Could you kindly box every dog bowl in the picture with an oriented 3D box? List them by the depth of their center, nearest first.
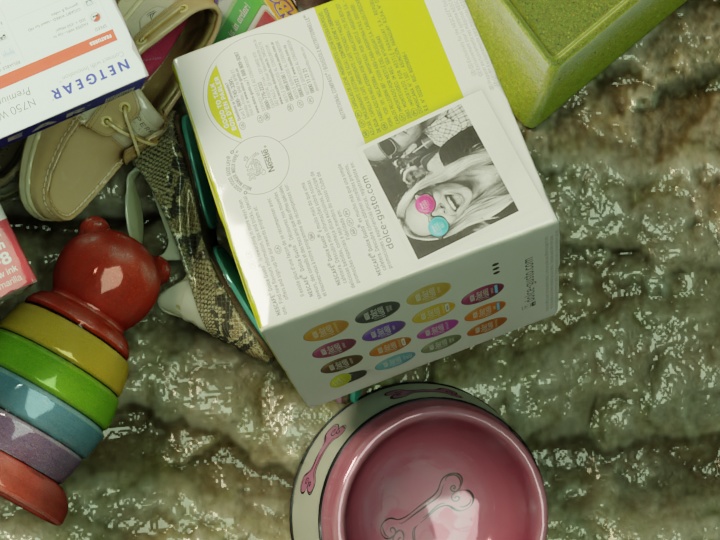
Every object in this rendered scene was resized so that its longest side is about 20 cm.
[{"bbox_3d":[0.051,0.183,1.219,0.200,0.074,0.201,1,86,-15],"label":"dog bowl"}]

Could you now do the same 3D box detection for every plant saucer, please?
[{"bbox_3d":[0.151,-0.249,1.282,0.200,0.048,0.200,-40,97,-13],"label":"plant saucer"}]

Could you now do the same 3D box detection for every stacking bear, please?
[{"bbox_3d":[-0.210,0.062,1.142,0.121,0.114,0.200,31,76,-11],"label":"stacking bear"}]

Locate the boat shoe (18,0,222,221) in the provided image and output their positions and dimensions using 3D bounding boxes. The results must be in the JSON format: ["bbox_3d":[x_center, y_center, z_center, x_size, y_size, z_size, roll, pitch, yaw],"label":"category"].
[{"bbox_3d":[-0.166,-0.118,1.147,0.200,0.069,0.074,-61,146,-10],"label":"boat shoe"}]

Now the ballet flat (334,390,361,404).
[{"bbox_3d":[0.000,0.000,1.226,0.071,0.069,0.200,21,77,5],"label":"ballet flat"}]

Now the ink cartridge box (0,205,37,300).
[{"bbox_3d":[-0.318,-0.050,1.047,0.144,0.145,0.200,-26,94,-15],"label":"ink cartridge box"}]

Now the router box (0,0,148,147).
[{"bbox_3d":[-0.253,-0.154,0.964,0.200,0.049,0.180,-24,94,-12],"label":"router box"}]

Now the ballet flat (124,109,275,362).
[{"bbox_3d":[-0.126,-0.016,1.195,0.075,0.068,0.200,-23,87,7],"label":"ballet flat"}]

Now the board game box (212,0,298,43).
[{"bbox_3d":[-0.104,-0.205,1.188,0.030,0.095,0.200,-36,95,-40],"label":"board game box"}]

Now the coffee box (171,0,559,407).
[{"bbox_3d":[0.007,-0.051,1.104,0.197,0.200,0.200,-20,70,0],"label":"coffee box"}]

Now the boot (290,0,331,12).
[{"bbox_3d":[0.004,-0.241,1.219,0.166,0.072,0.200,-27,86,-2],"label":"boot"}]

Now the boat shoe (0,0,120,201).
[{"bbox_3d":[-0.223,-0.142,1.168,0.072,0.065,0.200,30,80,-11],"label":"boat shoe"}]
